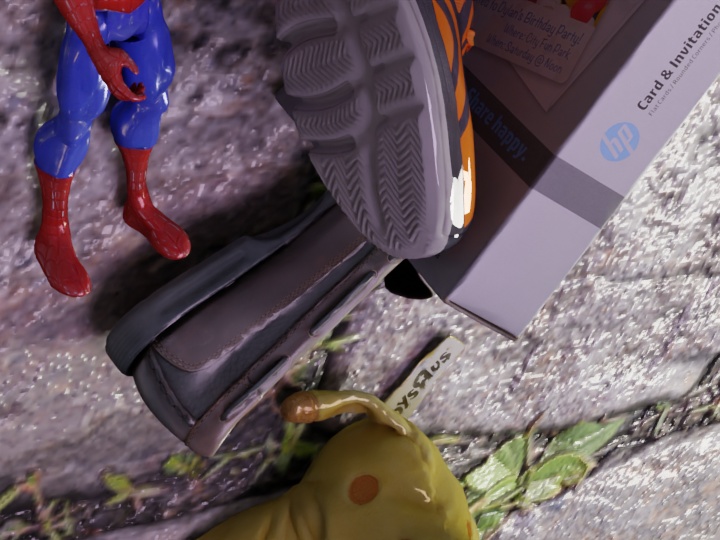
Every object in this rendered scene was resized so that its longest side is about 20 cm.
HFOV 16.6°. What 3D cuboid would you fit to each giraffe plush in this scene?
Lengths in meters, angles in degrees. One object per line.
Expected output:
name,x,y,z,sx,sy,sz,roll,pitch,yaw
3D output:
giraffe plush,0.030,0.154,1.058,0.173,0.162,0.200,9,119,-48

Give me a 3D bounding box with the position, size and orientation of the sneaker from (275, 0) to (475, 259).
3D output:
sneaker,0.029,-0.109,0.809,0.112,0.078,0.200,-17,99,-35

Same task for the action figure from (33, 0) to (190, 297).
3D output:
action figure,-0.067,-0.067,0.810,0.065,0.099,0.200,-24,137,-28

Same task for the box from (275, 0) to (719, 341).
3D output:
box,0.068,-0.098,0.852,0.041,0.156,0.200,29,105,-37

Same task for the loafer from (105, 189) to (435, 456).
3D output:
loafer,0.000,0.000,0.952,0.200,0.063,0.072,-32,168,-13
